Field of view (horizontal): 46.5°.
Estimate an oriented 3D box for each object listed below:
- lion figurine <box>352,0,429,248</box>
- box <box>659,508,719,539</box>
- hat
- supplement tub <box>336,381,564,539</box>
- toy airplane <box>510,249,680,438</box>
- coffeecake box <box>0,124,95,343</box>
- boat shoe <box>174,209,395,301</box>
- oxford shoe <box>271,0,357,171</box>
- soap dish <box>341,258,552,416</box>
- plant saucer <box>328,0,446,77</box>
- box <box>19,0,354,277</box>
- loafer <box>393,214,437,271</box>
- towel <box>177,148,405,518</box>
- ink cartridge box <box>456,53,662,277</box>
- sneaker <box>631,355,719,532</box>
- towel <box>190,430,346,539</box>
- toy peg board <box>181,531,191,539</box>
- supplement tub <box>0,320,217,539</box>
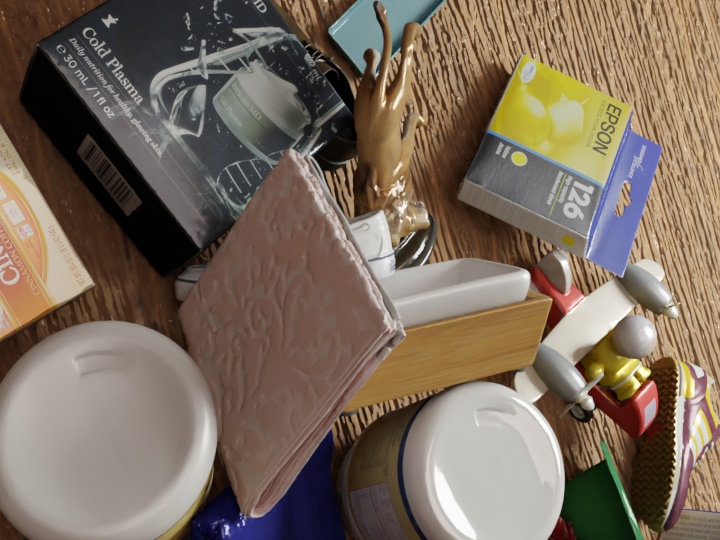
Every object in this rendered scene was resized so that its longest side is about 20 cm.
[{"bbox_3d":[0.019,-0.119,0.738,0.201,0.071,0.124,69,32,-53],"label":"lion figurine"},{"bbox_3d":[0.404,0.375,0.899,0.104,0.183,0.203,32,68,-18],"label":"box"},{"bbox_3d":[0.207,0.284,0.890,0.173,0.165,0.203,-23,80,11],"label":"hat"},{"bbox_3d":[0.068,0.185,0.731,0.142,0.200,0.147,7,69,-20],"label":"supplement tub"},{"bbox_3d":[0.253,0.063,0.897,0.196,0.141,0.204,17,73,-24],"label":"toy airplane"},{"bbox_3d":[-0.330,-0.001,0.629,0.199,0.073,0.155,-34,99,-28],"label":"coffeecake box"},{"bbox_3d":[-0.069,-0.015,0.741,0.196,0.074,0.067,-9,100,-4],"label":"boat shoe"},{"bbox_3d":[-0.055,-0.198,0.810,0.073,0.084,0.201,-43,100,-26],"label":"oxford shoe"},{"bbox_3d":[0.040,0.049,0.702,0.196,0.157,0.083,-11,98,-13],"label":"soap dish"},{"bbox_3d":[0.041,-0.290,0.916,0.070,0.019,0.201,46,62,-14],"label":"plant saucer"},{"bbox_3d":[-0.148,-0.140,0.728,0.197,0.123,0.201,-44,102,-29],"label":"box"},{"bbox_3d":[0.000,0.000,0.808,0.072,0.073,0.200,50,63,-14],"label":"loafer"},{"bbox_3d":[-0.061,0.040,0.615,0.032,0.192,0.201,16,32,-39],"label":"towel"},{"bbox_3d":[0.230,-0.120,0.923,0.197,0.047,0.200,24,61,5],"label":"ink cartridge box"},{"bbox_3d":[0.378,0.207,0.978,0.089,0.075,0.204,19,73,-19],"label":"sneaker"},{"bbox_3d":[-0.072,0.221,0.679,0.200,0.049,0.151,-29,113,-66],"label":"towel"},{"bbox_3d":[-0.152,0.326,0.653,0.197,0.097,0.204,-21,92,-30],"label":"toy peg board"},{"bbox_3d":[-0.176,0.133,0.599,0.142,0.200,0.148,4,68,-10],"label":"supplement tub"}]
